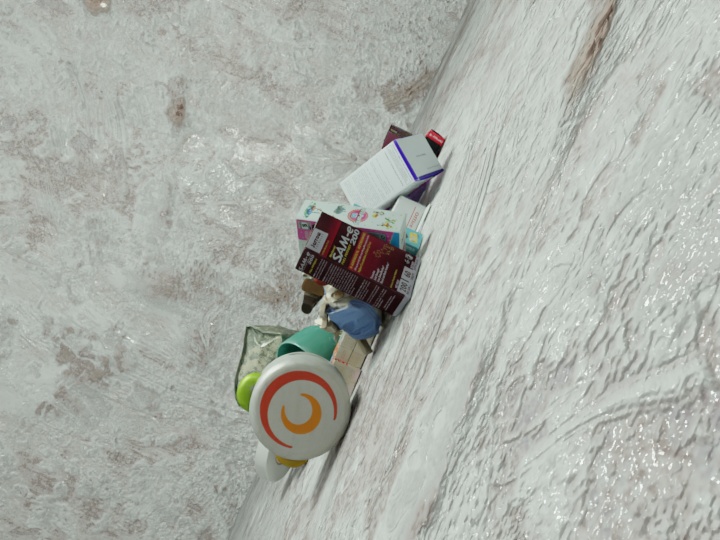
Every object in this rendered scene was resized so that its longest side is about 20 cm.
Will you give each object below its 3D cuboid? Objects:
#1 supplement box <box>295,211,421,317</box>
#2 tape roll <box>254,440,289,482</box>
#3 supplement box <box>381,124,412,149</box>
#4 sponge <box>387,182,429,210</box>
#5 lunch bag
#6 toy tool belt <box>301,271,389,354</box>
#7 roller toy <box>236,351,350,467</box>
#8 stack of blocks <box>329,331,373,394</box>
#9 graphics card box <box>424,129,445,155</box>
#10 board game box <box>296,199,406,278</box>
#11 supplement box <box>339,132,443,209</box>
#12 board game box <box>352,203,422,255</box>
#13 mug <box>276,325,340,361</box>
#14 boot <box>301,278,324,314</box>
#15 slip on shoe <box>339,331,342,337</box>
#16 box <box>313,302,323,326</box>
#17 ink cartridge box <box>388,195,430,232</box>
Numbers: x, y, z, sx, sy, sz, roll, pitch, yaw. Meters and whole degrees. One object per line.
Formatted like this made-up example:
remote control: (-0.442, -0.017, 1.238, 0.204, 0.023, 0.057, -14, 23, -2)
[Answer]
supplement box: (-0.002, -0.012, 1.248, 0.109, 0.200, 0.061, -70, 7, -45)
tape roll: (-0.208, 0.450, 1.852, 0.203, 0.037, 0.203, -48, -34, -48)
supplement box: (0.163, -0.572, 3.138, 0.200, 0.110, 0.086, -75, 10, -69)
sponge: (0.084, -0.142, 1.714, 0.111, 0.030, 0.200, -14, -39, -42)
lunch bag: (-0.215, 0.237, 1.701, 0.164, 0.117, 0.200, 13, -91, -69)
toy tool belt: (-0.027, 0.071, 1.316, 0.125, 0.200, 0.123, -16, 56, 25)
roller toy: (-0.109, 0.247, 1.307, 0.182, 0.200, 0.140, -31, 2, -4)
stack of blocks: (-0.035, 0.201, 1.456, 0.115, 0.058, 0.200, 172, 123, -85)
graphics card box: (0.135, -0.254, 1.811, 0.200, 0.051, 0.125, -56, 4, -5)
board game box: (-0.015, -0.047, 1.355, 0.064, 0.200, 0.148, -70, -17, -47)
supplement box: (0.065, -0.204, 1.559, 0.200, 0.103, 0.101, -33, -6, 42)
board game box: (0.017, -0.024, 1.443, 0.047, 0.151, 0.200, -71, 6, -45)
mug: (-0.100, 0.212, 1.609, 0.114, 0.152, 0.185, -33, -29, -39)
boot: (-0.097, 0.011, 1.756, 0.200, 0.070, 0.146, -57, 9, 43)
slip on shoe: (-0.041, 0.185, 1.674, 0.061, 0.074, 0.200, -27, -33, -51)
box: (-0.042, 0.103, 1.774, 0.101, 0.112, 0.200, 138, 155, -79)
ink cartridge box: (0.084, -0.091, 1.560, 0.200, 0.067, 0.116, 134, 161, -79)
